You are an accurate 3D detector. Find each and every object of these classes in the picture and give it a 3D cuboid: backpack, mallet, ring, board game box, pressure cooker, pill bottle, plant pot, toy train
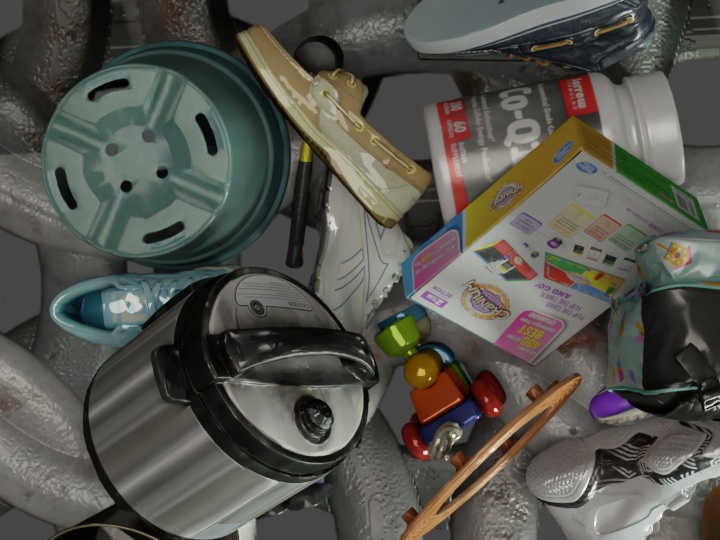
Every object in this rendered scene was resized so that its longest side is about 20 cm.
[{"bbox_3d":[0.276,0.046,1.291,0.175,0.200,0.154,0,78,-5],"label":"backpack"},{"bbox_3d":[-0.044,-0.104,1.440,0.041,0.066,0.201,8,110,3],"label":"mallet"},{"bbox_3d":[0.104,0.150,1.373,0.200,0.200,0.019,-45,78,5],"label":"ring"},{"bbox_3d":[0.154,-0.018,1.358,0.153,0.040,0.200,29,125,-32],"label":"board game box"},{"bbox_3d":[-0.090,0.096,1.278,0.179,0.176,0.200,45,128,-12],"label":"pressure cooker"},{"bbox_3d":[0.159,-0.100,1.387,0.199,0.114,0.114,-11,94,4],"label":"pill bottle"},{"bbox_3d":[-0.165,-0.091,1.363,0.200,0.196,0.201,0,95,3],"label":"plant pot"},{"bbox_3d":[0.052,0.087,1.368,0.085,0.200,0.116,-33,88,7],"label":"toy train"}]

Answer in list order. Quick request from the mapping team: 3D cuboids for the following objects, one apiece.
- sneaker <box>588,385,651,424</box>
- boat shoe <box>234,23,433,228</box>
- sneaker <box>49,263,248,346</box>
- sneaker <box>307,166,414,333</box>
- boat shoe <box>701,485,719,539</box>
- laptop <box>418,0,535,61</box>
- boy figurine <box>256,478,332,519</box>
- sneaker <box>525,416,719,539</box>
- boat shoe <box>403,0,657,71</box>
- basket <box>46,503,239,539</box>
[{"bbox_3d":[0.267,0.050,1.424,0.200,0.070,0.100,-32,86,1],"label":"sneaker"},{"bbox_3d":[-0.020,-0.127,1.363,0.066,0.074,0.200,-41,101,0],"label":"boat shoe"},{"bbox_3d":[-0.171,0.036,1.393,0.200,0.082,0.074,-7,90,31],"label":"sneaker"},{"bbox_3d":[0.000,0.000,1.409,0.087,0.075,0.201,10,79,-7],"label":"sneaker"},{"bbox_3d":[0.347,0.271,1.440,0.070,0.070,0.201,-18,99,-34],"label":"boat shoe"},{"bbox_3d":[0.135,-0.274,1.378,0.177,0.103,0.201,1,95,3],"label":"laptop"},{"bbox_3d":[-0.076,0.106,1.442,0.124,0.064,0.201,-11,97,13],"label":"boy figurine"},{"bbox_3d":[0.247,0.187,1.407,0.200,0.075,0.115,-16,115,27],"label":"sneaker"},{"bbox_3d":[0.140,-0.196,1.379,0.200,0.071,0.091,-11,140,23],"label":"boat shoe"},{"bbox_3d":[-0.168,0.254,1.388,0.180,0.200,0.136,36,100,-1],"label":"basket"}]
